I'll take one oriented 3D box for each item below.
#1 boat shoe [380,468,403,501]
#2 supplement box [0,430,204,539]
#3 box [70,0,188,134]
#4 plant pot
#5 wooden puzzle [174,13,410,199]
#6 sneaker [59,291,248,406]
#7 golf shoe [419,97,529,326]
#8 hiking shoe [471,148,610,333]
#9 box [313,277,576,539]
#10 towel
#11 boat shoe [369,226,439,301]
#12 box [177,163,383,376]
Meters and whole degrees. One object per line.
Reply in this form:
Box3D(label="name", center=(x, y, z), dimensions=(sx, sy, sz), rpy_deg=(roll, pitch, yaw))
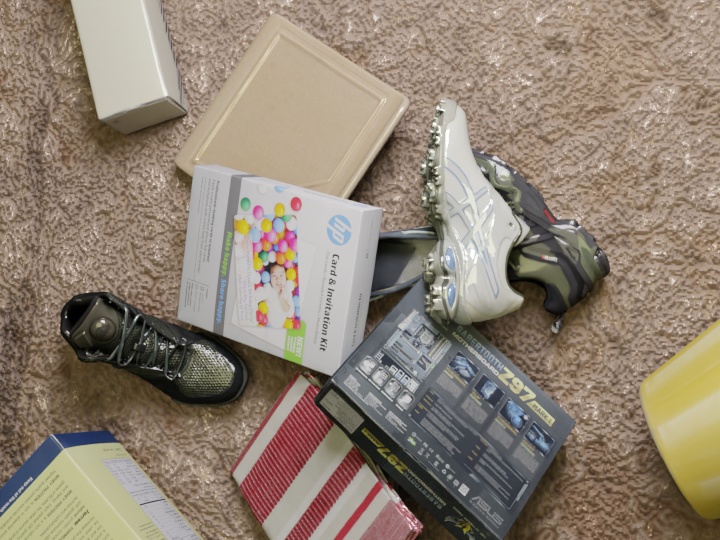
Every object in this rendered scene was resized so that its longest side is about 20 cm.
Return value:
Box3D(label="boat shoe", center=(0.025, 0.273, 0.981), dimensions=(0.072, 0.074, 0.204), rpy_deg=(-11, 83, 9))
Box3D(label="supplement box", center=(-0.267, 0.295, 1.000), dimensions=(0.200, 0.134, 0.200), rpy_deg=(44, 93, 12))
Box3D(label="box", center=(-0.244, -0.252, 1.090), dimensions=(0.081, 0.068, 0.204), rpy_deg=(-15, 82, 9))
Box3D(label="plant pot", center=(0.348, 0.112, 0.890), dimensions=(0.187, 0.200, 0.203), rpy_deg=(-31, 79, 22))
Box3D(label="wooden puzzle", center=(-0.070, -0.135, 1.053), dimensions=(0.199, 0.037, 0.186), rpy_deg=(35, 91, 25))
Box3D(label="sneaker", center=(-0.208, 0.078, 1.026), dimensions=(0.197, 0.114, 0.077), rpy_deg=(26, 91, 10))
Box3D(label="golf shoe", center=(0.102, -0.053, 0.950), dimensions=(0.095, 0.078, 0.204), rpy_deg=(-2, 88, -3))
Box3D(label="hiking shoe", center=(0.134, -0.034, 0.993), dimensions=(0.199, 0.076, 0.101), rpy_deg=(39, 88, 11))
Box3D(label="box", center=(0.078, 0.126, 0.942), dimensions=(0.200, 0.051, 0.158), rpy_deg=(42, 50, 3))
Box3D(label="towel", center=(-0.038, 0.211, 0.973), dimensions=(0.145, 0.023, 0.201), rpy_deg=(-54, 53, 21))
Box3D(label="boat shoe", center=(0.000, 0.000, 1.020), dimensions=(0.196, 0.062, 0.076), rpy_deg=(-8, 87, 11))
Box3D(label="box", center=(-0.081, -0.003, 0.997), dimensions=(0.197, 0.041, 0.159), rpy_deg=(17, 105, 29))
